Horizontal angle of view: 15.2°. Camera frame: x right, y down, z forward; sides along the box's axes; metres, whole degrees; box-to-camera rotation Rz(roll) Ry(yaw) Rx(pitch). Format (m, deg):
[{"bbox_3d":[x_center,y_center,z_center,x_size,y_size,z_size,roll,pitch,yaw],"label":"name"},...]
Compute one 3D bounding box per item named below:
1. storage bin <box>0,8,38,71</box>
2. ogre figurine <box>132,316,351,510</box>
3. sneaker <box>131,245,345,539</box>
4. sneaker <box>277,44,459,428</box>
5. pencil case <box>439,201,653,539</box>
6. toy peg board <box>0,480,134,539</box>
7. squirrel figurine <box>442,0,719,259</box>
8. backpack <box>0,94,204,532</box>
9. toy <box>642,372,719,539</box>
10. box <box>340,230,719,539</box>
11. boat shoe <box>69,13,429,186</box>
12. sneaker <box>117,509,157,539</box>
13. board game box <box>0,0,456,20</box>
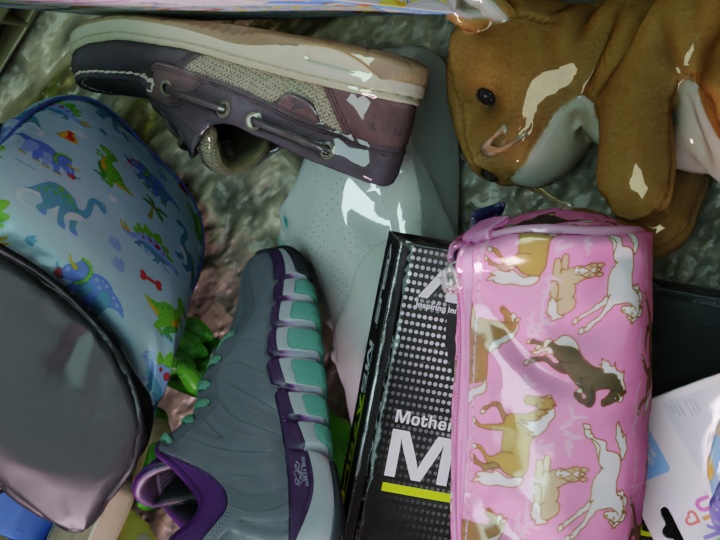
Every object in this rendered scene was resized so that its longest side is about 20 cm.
[{"bbox_3d":[-0.214,-0.189,1.240,0.094,0.198,0.201,41,105,30],"label":"storage bin"},{"bbox_3d":[-0.048,0.132,1.231,0.119,0.201,0.098,13,139,-11],"label":"ogre figurine"},{"bbox_3d":[-0.057,0.062,1.171,0.087,0.201,0.075,-3,131,-5],"label":"sneaker"},{"bbox_3d":[0.000,0.000,1.244,0.088,0.075,0.202,-3,84,29],"label":"sneaker"},{"bbox_3d":[0.074,0.075,1.111,0.086,0.083,0.202,4,98,22],"label":"pencil case"},{"bbox_3d":[-0.235,0.149,1.246,0.199,0.098,0.201,19,84,43],"label":"toy peg board"},{"bbox_3d":[0.132,-0.106,1.169,0.186,0.141,0.201,8,82,29],"label":"squirrel figurine"},{"bbox_3d":[-0.147,0.005,1.224,0.163,0.200,0.154,41,94,-7],"label":"backpack"},{"bbox_3d":[0.196,0.087,1.093,0.199,0.047,0.116,-24,99,30],"label":"toy"},{"bbox_3d":[0.092,0.095,1.179,0.199,0.048,0.195,11,98,-9],"label":"box"},{"bbox_3d":[-0.058,-0.076,1.217,0.199,0.072,0.065,9,87,36],"label":"boat shoe"},{"bbox_3d":[-0.184,0.150,1.319,0.199,0.076,0.106,-24,67,19],"label":"sneaker"},{"bbox_3d":[-0.073,-0.132,1.180,0.199,0.134,0.035,4,93,47],"label":"board game box"}]
